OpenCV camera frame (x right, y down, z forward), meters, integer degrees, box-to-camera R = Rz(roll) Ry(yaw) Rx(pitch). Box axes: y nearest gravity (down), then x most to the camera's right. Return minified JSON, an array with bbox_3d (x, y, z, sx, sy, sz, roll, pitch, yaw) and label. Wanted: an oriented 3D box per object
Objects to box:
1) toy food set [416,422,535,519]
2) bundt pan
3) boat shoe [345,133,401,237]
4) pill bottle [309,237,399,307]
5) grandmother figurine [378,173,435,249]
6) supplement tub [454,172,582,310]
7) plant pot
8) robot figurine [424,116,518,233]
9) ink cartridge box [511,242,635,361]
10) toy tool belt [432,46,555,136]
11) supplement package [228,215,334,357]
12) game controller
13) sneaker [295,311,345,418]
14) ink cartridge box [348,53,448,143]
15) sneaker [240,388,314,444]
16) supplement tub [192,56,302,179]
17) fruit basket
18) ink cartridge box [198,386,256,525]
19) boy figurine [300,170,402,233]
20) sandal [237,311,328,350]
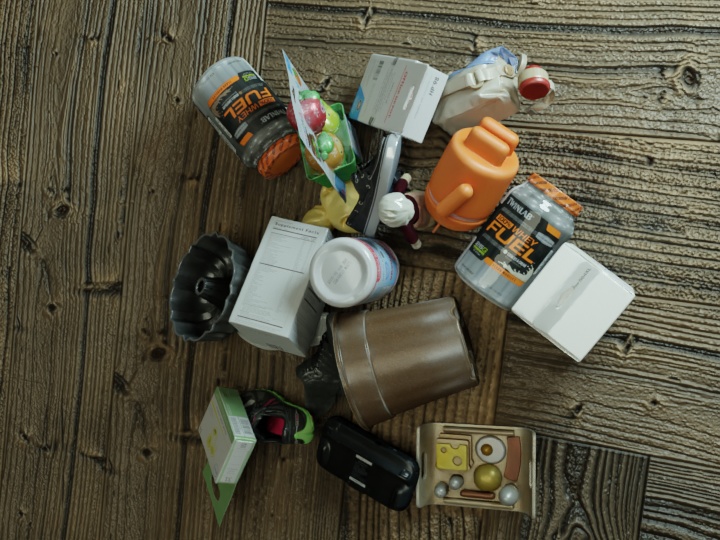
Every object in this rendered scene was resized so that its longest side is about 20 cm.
[{"bbox_3d":[0.191,0.333,1.320,0.200,0.060,0.144,0,92,18],"label":"toy food set"},{"bbox_3d":[-0.255,0.036,1.414,0.202,0.076,0.202,-20,62,42],"label":"bundt pan"},{"bbox_3d":[0.015,-0.138,1.264,0.066,0.070,0.200,18,139,3],"label":"boat shoe"},{"bbox_3d":[0.000,0.000,1.296,0.109,0.200,0.109,1,93,18],"label":"pill bottle"},{"bbox_3d":[0.074,-0.093,1.268,0.061,0.200,0.121,-22,85,18],"label":"grandmother figurine"},{"bbox_3d":[0.251,-0.047,1.254,0.123,0.123,0.200,38,102,13],"label":"supplement tub"},{"bbox_3d":[0.080,0.139,1.289,0.198,0.200,0.201,-15,87,11],"label":"plant pot"},{"bbox_3d":[0.171,-0.142,1.248,0.116,0.144,0.200,8,137,-18],"label":"robot figurine"},{"bbox_3d":[0.322,0.045,1.193,0.125,0.200,0.129,39,103,13],"label":"ink cartridge box"},{"bbox_3d":[0.205,-0.301,1.257,0.200,0.125,0.123,-21,56,39],"label":"toy tool belt"},{"bbox_3d":[-0.121,0.027,1.346,0.114,0.110,0.200,14,71,19],"label":"supplement package"},{"bbox_3d":[0.009,0.334,1.377,0.200,0.042,0.104,24,114,29],"label":"game controller"},{"bbox_3d":[-0.068,0.166,1.374,0.104,0.060,0.200,-8,118,7],"label":"sneaker"},{"bbox_3d":[0.066,-0.275,1.273,0.200,0.067,0.116,38,108,59],"label":"ink cartridge box"},{"bbox_3d":[-0.169,0.258,1.403,0.200,0.084,0.077,5,95,44],"label":"sneaker"},{"bbox_3d":[-0.191,-0.265,1.390,0.123,0.123,0.200,-43,80,15],"label":"supplement tub"},{"bbox_3d":[-0.066,-0.232,1.281,0.094,0.200,0.185,-17,59,7],"label":"fruit basket"},{"bbox_3d":[-0.254,0.330,1.412,0.200,0.048,0.146,-64,33,20],"label":"ink cartridge box"},{"bbox_3d":[-0.018,-0.114,1.369,0.200,0.064,0.124,-37,77,17],"label":"boy figurine"},{"bbox_3d":[-0.131,0.101,1.425,0.202,0.050,0.083,4,110,16],"label":"sandal"}]
